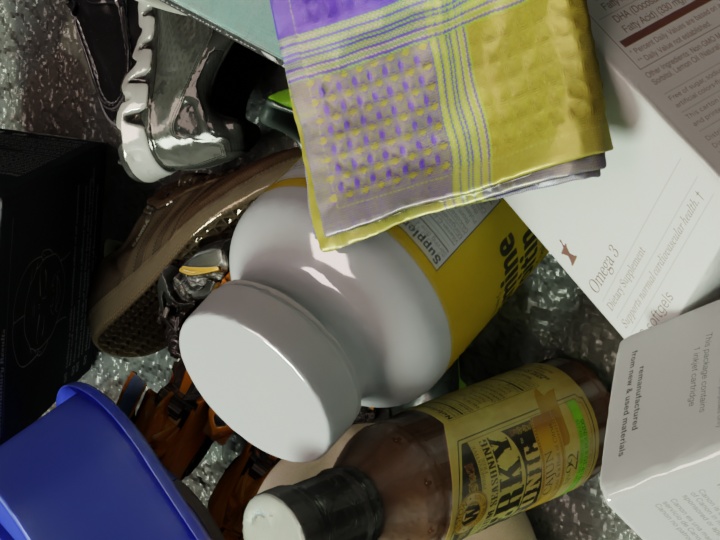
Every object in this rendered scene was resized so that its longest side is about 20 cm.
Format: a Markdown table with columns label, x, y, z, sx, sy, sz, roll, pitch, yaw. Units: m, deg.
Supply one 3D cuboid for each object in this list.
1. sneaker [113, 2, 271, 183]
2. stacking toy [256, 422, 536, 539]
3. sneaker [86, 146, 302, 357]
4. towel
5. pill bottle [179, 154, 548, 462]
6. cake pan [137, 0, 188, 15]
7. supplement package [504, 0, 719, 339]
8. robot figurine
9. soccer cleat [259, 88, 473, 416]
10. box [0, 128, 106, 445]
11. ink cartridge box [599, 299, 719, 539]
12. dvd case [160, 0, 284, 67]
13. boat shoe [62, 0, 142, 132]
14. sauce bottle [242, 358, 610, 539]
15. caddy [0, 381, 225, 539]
| label | x | y | z | sx | sy | sz | roll | pitch | yaw |
| --- | --- | --- | --- | --- | --- | --- | --- | --- | --- |
| sneaker | -0.080 | -0.148 | 0.988 | 0.090 | 0.066 | 0.202 | 1 | 86 | 26 |
| stacking toy | 0.000 | 0.188 | 0.934 | 0.146 | 0.145 | 0.201 | 50 | 144 | 27 |
| sneaker | -0.087 | -0.028 | 1.006 | 0.200 | 0.070 | 0.076 | -34 | 52 | 32 |
| towel | 0.017 | -0.116 | 0.694 | 0.143 | 0.023 | 0.202 | -11 | 90 | 38 |
| pill bottle | 0.013 | -0.011 | 0.805 | 0.112 | 0.200 | 0.112 | 28 | 145 | 23 |
| cake pan | -0.061 | -0.211 | 0.795 | 0.037 | 0.199 | 0.202 | -150 | 57 | -79 |
| supplement package | 0.110 | -0.087 | 0.738 | 0.200 | 0.117 | 0.117 | 51 | 152 | 21 |
| robot figurine | -0.067 | 0.079 | 0.980 | 0.145 | 0.058 | 0.201 | 34 | 131 | 8 |
| soccer cleat | 0.000 | 0.000 | 0.902 | 0.068 | 0.080 | 0.201 | 133 | 126 | -66 |
| box | -0.225 | 0.007 | 1.039 | 0.106 | 0.200 | 0.150 | 7 | 103 | 6 |
| ink cartridge box | 0.210 | 0.063 | 0.654 | 0.199 | 0.084 | 0.145 | -25 | 123 | 34 |
| dvd case | -0.072 | -0.189 | 0.763 | 0.199 | 0.022 | 0.147 | 28 | 91 | -7 |
| boat shoe | -0.151 | -0.177 | 1.046 | 0.071 | 0.068 | 0.202 | 0 | 96 | 44 |
| sauce bottle | 0.034 | 0.091 | 0.811 | 0.064 | 0.199 | 0.065 | 18 | 116 | 42 |
| caddy | -0.120 | 0.154 | 0.945 | 0.200 | 0.105 | 0.142 | 54 | 153 | 13 |
